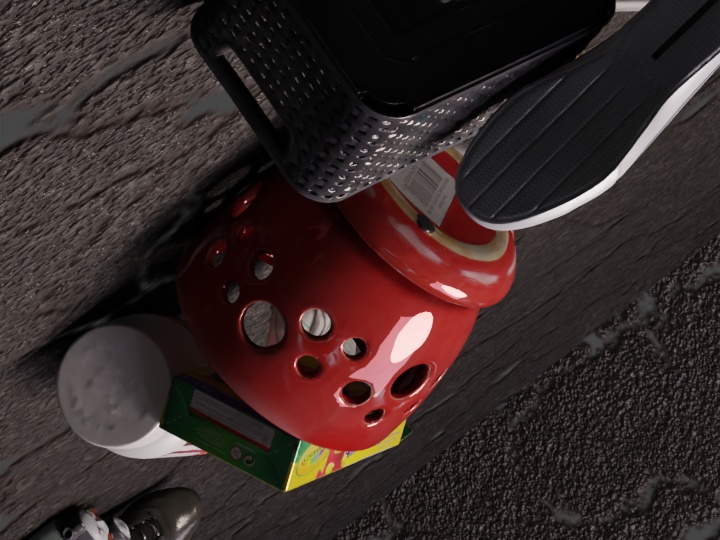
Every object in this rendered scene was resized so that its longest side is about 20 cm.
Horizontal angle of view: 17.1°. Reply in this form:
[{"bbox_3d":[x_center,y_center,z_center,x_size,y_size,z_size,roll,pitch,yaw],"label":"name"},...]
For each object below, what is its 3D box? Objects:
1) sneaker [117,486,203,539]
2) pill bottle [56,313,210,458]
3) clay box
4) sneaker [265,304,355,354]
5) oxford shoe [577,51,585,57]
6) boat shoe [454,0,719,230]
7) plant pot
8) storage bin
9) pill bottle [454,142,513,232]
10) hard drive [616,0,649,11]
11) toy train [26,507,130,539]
[{"bbox_3d":[-0.246,0.291,2.490,0.200,0.076,0.091,-33,179,-17],"label":"sneaker"},{"bbox_3d":[-0.155,0.089,1.833,0.109,0.110,0.200,-37,169,9],"label":"pill bottle"},{"bbox_3d":[-0.046,0.102,1.778,0.200,0.115,0.048,-18,129,-60],"label":"clay box"},{"bbox_3d":[-0.040,0.032,1.907,0.070,0.080,0.201,-6,134,-44],"label":"sneaker"},{"bbox_3d":[0.105,-0.139,1.497,0.071,0.074,0.200,-28,-145,15],"label":"oxford shoe"},{"bbox_3d":[0.141,-0.088,1.328,0.200,0.074,0.067,-37,167,2],"label":"boat shoe"},{"bbox_3d":[0.000,0.000,1.692,0.182,0.201,0.200,-43,167,27],"label":"plant pot"},{"bbox_3d":[0.025,-0.141,1.317,0.200,0.135,0.094,-27,167,-36],"label":"storage bin"},{"bbox_3d":[0.068,-0.035,1.967,0.116,0.116,0.200,-35,170,0],"label":"pill bottle"},{"bbox_3d":[0.205,-0.191,1.632,0.199,0.027,0.132,2,-175,20],"label":"hard drive"},{"bbox_3d":[-0.320,0.309,2.374,0.200,0.085,0.114,-36,160,6],"label":"toy train"}]
